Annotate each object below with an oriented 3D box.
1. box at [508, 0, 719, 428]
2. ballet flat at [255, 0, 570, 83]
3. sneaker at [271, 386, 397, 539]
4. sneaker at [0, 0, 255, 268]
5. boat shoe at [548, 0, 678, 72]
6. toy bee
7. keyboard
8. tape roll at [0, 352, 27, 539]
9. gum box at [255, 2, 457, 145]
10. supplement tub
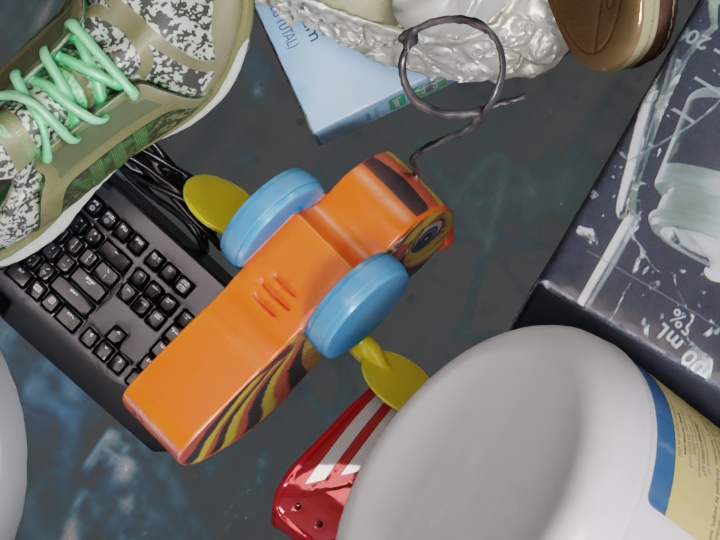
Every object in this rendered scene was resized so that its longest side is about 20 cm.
[{"bbox_3d":[0.190,-0.011,1.064,0.199,0.124,0.197,30,76,4],"label":"box"},{"bbox_3d":[-0.003,-0.120,1.086,0.199,0.072,0.072,14,85,3],"label":"ballet flat"},{"bbox_3d":[0.019,0.140,1.110,0.115,0.078,0.201,5,73,11],"label":"sneaker"},{"bbox_3d":[-0.116,-0.059,1.063,0.077,0.089,0.200,45,119,1],"label":"sneaker"},{"bbox_3d":[0.112,-0.171,1.079,0.072,0.072,0.201,7,68,-28],"label":"boat shoe"},{"bbox_3d":[0.000,0.000,1.100,0.199,0.109,0.132,-27,78,15],"label":"toy bee"},{"bbox_3d":[-0.121,-0.025,1.139,0.200,0.040,0.104,41,88,4],"label":"keyboard"},{"bbox_3d":[-0.238,0.077,1.119,0.201,0.071,0.204,0,85,3],"label":"tape roll"},{"bbox_3d":[0.035,-0.172,1.143,0.199,0.045,0.171,-26,84,1],"label":"gum box"},{"bbox_3d":[0.103,0.126,1.002,0.200,0.145,0.145,37,87,-29],"label":"supplement tub"}]
